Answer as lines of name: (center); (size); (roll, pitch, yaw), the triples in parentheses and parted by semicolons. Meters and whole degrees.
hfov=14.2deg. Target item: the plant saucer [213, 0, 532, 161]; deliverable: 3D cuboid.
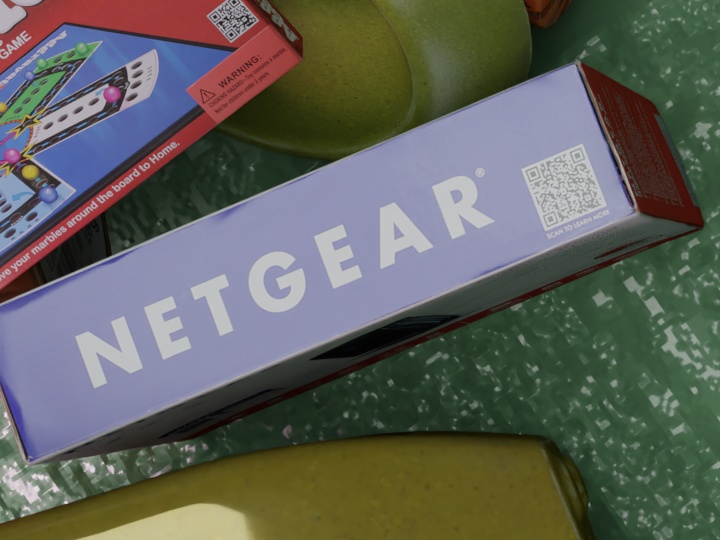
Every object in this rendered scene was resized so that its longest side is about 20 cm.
plant saucer: (-0.042, -0.093, 0.918); (0.199, 0.200, 0.031); (23, 65, 12)

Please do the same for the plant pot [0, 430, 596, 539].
plant pot: (-0.007, 0.142, 0.915); (0.199, 0.195, 0.195); (-23, 85, 5)

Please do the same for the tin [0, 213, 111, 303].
tin: (-0.128, -0.052, 0.952); (0.042, 0.112, 0.201); (-16, 119, 6)

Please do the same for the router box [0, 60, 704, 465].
router box: (0.000, 0.000, 0.913); (0.199, 0.179, 0.049); (-23, 85, 12)

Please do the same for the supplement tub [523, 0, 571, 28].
supplement tub: (-0.013, -0.159, 0.945); (0.199, 0.123, 0.123); (22, 95, 11)

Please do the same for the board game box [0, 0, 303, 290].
board game box: (-0.126, -0.045, 0.881); (0.200, 0.019, 0.103); (-36, 113, 17)
